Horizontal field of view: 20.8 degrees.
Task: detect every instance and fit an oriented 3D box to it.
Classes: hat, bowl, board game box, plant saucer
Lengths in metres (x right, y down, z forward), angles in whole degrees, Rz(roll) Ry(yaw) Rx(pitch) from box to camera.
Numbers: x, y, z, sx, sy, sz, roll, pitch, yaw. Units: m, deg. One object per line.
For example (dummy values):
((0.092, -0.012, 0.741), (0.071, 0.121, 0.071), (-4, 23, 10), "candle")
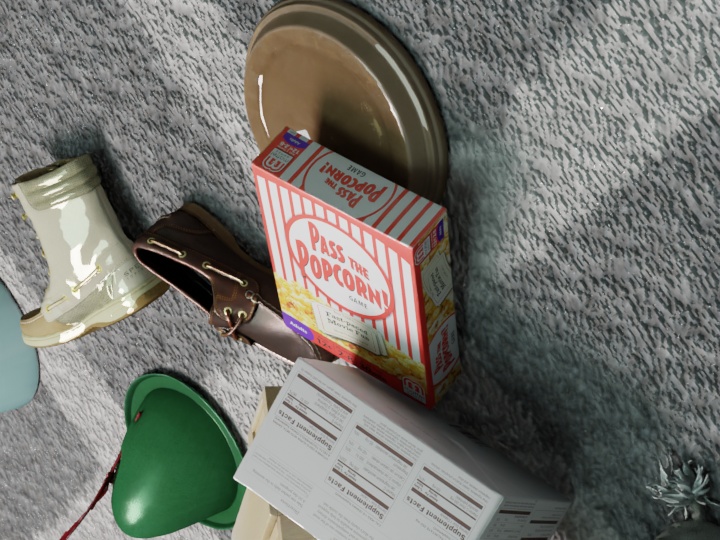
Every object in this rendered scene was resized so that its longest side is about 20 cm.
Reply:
((-0.219, 0.221, 1.827), (0.165, 0.176, 0.201), (32, 138, 26), "hat")
((-0.434, 0.078, 2.013), (0.200, 0.105, 0.202), (28, 135, 32), "bowl")
((0.000, 0.000, 1.492), (0.151, 0.046, 0.201), (28, 149, 27), "board game box")
((-0.018, -0.110, 1.484), (0.199, 0.029, 0.202), (28, 136, 30), "plant saucer")

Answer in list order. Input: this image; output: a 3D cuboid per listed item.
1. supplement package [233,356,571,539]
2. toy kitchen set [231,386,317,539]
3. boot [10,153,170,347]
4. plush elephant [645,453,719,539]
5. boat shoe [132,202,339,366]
((0.034, 0.169, 1.511), (0.199, 0.155, 0.112), (33, 97, 26), "supplement package")
((-0.010, 0.230, 1.700), (0.164, 0.178, 0.202), (112, 155, -51), "toy kitchen set")
((-0.274, -0.018, 1.794), (0.199, 0.072, 0.156), (-20, 103, 47), "boot")
((0.222, 0.255, 1.395), (0.164, 0.154, 0.202), (-7, 113, 49), "plush elephant")
((-0.105, 0.025, 1.648), (0.199, 0.070, 0.071), (36, 138, 21), "boat shoe")
